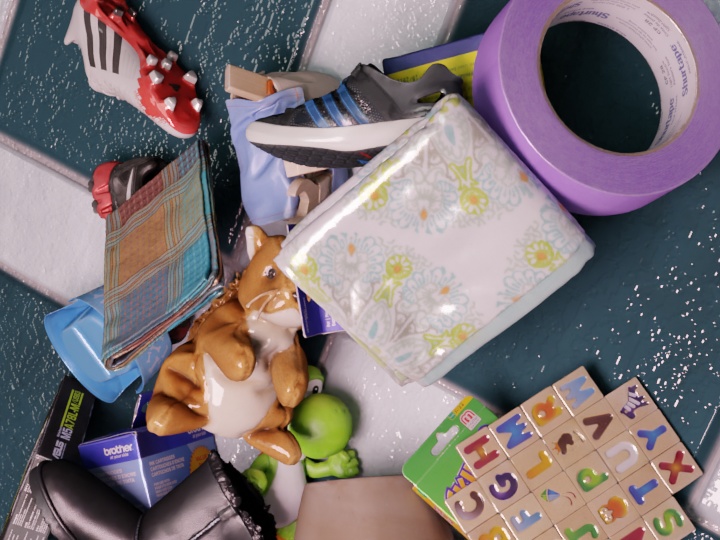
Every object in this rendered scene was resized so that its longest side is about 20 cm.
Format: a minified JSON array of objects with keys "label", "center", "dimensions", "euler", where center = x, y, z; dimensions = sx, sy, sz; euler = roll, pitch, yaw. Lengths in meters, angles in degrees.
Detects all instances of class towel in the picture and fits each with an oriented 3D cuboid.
[{"label":"towel","center":[0.056,-0.015,1.020],"dimensions":[0.200,0.048,0.171],"euler":[-40,110,19]},{"label":"towel","center":[-0.186,-0.017,1.186],"dimensions":[0.147,0.022,0.200],"euler":[-36,40,23]}]

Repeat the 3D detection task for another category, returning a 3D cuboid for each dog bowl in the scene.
[{"label":"dog bowl","center":[-0.249,0.068,1.297],"dimensions":[0.112,0.050,0.200],"euler":[55,152,-7]}]

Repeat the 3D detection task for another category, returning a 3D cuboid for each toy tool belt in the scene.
[{"label":"toy tool belt","center":[-0.070,-0.091,1.203],"dimensions":[0.125,0.123,0.200],"euler":[-15,87,32]}]

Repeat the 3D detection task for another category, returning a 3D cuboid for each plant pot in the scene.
[{"label":"plant pot","center":[0.012,0.272,1.157],"dimensions":[0.200,0.200,0.174],"euler":[-10,79,27]}]

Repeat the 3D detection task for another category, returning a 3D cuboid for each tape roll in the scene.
[{"label":"tape roll","center":[0.193,-0.148,1.033],"dimensions":[0.200,0.066,0.200],"euler":[3,77,-13]}]

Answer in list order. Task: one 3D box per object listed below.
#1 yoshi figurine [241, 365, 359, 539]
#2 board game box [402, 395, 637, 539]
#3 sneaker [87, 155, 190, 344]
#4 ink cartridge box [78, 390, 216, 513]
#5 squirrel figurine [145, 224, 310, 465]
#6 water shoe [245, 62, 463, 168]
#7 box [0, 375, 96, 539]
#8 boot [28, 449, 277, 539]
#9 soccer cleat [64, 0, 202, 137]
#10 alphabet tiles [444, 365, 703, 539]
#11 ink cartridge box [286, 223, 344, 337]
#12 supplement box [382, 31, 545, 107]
[{"label":"yoshi figurine","center":[-0.061,0.193,1.237],"dimensions":[0.112,0.112,0.200],"euler":[13,97,10]},{"label":"board game box","center":[0.136,0.206,1.112],"dimensions":[0.200,0.030,0.096],"euler":[42,73,7]},{"label":"sneaker","center":[-0.203,-0.026,1.307],"dimensions":[0.098,0.071,0.201],"euler":[-21,82,29]},{"label":"ink cartridge box","center":[-0.199,0.220,1.285],"dimensions":[0.076,0.136,0.200],"euler":[-16,87,24]},{"label":"squirrel figurine","center":[-0.095,0.045,1.167],"dimensions":[0.141,0.200,0.187],"euler":[18,107,-13]},{"label":"water shoe","center":[-0.002,-0.131,1.090],"dimensions":[0.200,0.071,0.079],"euler":[2,78,27]},{"label":"box","center":[-0.330,0.233,1.330],"dimensions":[0.047,0.193,0.200],"euler":[22,107,-9]},{"label":"boot","center":[-0.182,0.219,1.171],"dimensions":[0.162,0.073,0.198],"euler":[-35,90,12]},{"label":"soccer cleat","center":[-0.230,-0.196,1.308],"dimensions":[0.200,0.069,0.085],"euler":[52,122,18]},{"label":"alphabet tiles","center":[0.181,0.184,1.100],"dimensions":[0.200,0.006,0.167],"euler":[-31,78,-9]},{"label":"ink cartridge box","center":[0.000,0.000,1.132],"dimensions":[0.037,0.200,0.095],"euler":[-9,90,27]},{"label":"supplement box","center":[0.104,-0.093,1.124],"dimensions":[0.109,0.109,0.200],"euler":[-10,88,28]}]
